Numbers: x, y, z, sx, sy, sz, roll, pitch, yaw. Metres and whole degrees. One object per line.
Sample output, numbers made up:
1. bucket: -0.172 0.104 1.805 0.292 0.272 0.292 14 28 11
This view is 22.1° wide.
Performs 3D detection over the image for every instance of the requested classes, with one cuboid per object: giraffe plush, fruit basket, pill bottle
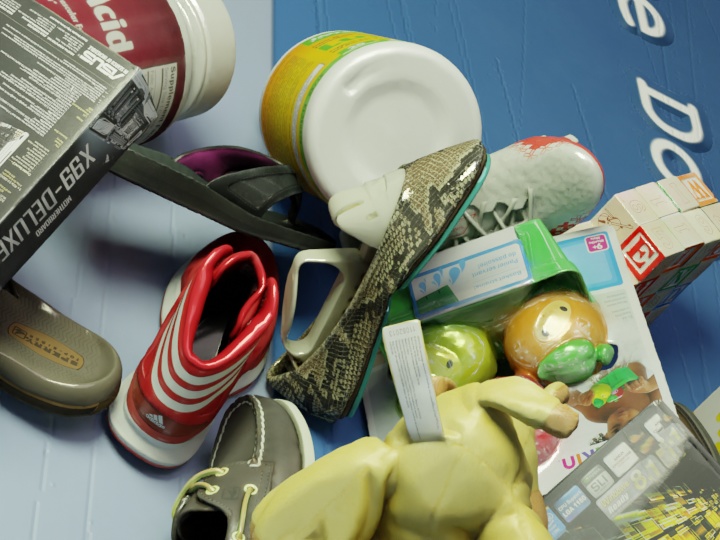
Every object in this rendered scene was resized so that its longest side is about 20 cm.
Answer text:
1. giraffe plush: 0.044 0.120 0.941 0.172 0.201 0.162 4 4 12
2. fruit basket: 0.087 0.067 1.112 0.201 0.184 0.094 -99 167 -46
3. pill bottle: -0.004 -0.097 1.182 0.111 0.111 0.200 27 2 -18
4. pill bottle: -0.174 -0.125 1.114 0.114 0.114 0.200 51 37 14

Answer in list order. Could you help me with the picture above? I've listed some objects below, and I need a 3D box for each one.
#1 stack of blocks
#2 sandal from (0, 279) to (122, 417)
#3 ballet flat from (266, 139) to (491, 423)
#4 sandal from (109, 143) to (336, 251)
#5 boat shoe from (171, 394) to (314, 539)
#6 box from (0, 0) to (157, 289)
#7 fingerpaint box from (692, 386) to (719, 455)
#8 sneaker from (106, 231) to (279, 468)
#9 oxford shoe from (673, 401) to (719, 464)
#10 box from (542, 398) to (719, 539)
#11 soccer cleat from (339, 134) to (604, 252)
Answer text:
1. stack of blocks: 0.169 0.002 1.296 0.200 0.115 0.059 -15 63 -49
2. sandal: -0.214 0.013 0.979 0.199 0.055 0.082 28 37 -7
3. ballet flat: 0.000 0.000 1.074 0.075 0.201 0.068 24 24 -11
4. sandal: -0.078 -0.053 1.103 0.075 0.048 0.200 29 4 43
5. boat shoe: -0.068 0.140 0.967 0.060 0.072 0.202 27 40 -25
6. box: -0.232 -0.086 0.956 0.200 0.050 0.158 33 71 18
7. fingerpaint box: 0.295 0.159 1.200 0.073 0.167 0.201 10 45 -33
8. sneaker: -0.068 0.019 1.057 0.078 0.116 0.200 33 36 -11
9. oxford shoe: 0.188 0.154 1.190 0.084 0.073 0.201 25 38 -17
10. box: 0.142 0.195 1.008 0.161 0.200 0.049 50 -1 12
11. soccer cleat: 0.070 -0.039 1.197 0.085 0.199 0.069 -34 108 -42
